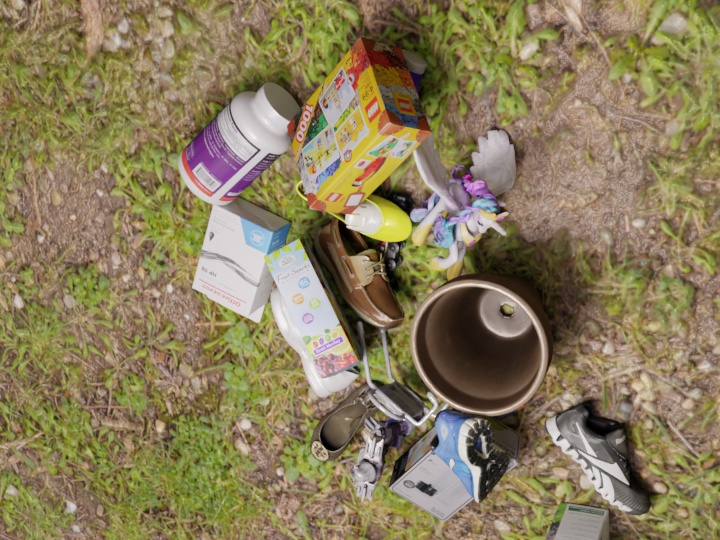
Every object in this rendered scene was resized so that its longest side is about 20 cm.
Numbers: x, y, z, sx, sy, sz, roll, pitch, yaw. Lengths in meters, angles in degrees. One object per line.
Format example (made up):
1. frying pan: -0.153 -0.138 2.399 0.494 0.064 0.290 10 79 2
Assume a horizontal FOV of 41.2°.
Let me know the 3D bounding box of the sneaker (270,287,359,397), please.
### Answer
1. sneaker: -0.071 0.105 1.569 0.088 0.075 0.201 -26 102 16

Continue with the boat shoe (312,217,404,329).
1. boat shoe: 0.000 0.000 1.459 0.200 0.075 0.074 51 128 23

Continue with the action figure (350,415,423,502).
1. action figure: 0.027 0.280 1.502 0.069 0.200 0.131 28 116 13

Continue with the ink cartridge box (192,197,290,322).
1. ink cartridge box: -0.202 -0.007 1.579 0.115 0.067 0.201 25 116 13

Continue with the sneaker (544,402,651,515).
1. sneaker: 0.371 0.277 1.426 0.200 0.066 0.091 47 122 5

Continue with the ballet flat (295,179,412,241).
1. ballet flat: -0.017 -0.093 1.445 0.200 0.067 0.067 30 118 26

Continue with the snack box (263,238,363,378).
1. snack box: -0.066 0.061 1.455 0.067 0.169 0.201 -25 83 2

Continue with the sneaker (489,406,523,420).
1. sneaker: 0.159 0.164 1.478 0.200 0.075 0.079 39 123 9

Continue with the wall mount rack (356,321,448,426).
1. wall mount rack: 0.056 0.159 1.470 0.174 0.200 0.075 42 100 14

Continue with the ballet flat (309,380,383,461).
1. ballet flat: -0.027 0.258 1.606 0.067 0.046 0.200 45 119 4

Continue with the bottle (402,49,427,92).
1. bottle: 0.034 -0.223 1.399 0.083 0.065 0.200 37 119 17

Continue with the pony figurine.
1. pony figurine: 0.139 -0.098 1.341 0.200 0.166 0.194 128 135 -56

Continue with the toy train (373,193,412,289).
1. toy train: 0.041 -0.025 1.485 0.046 0.034 0.201 18 114 21

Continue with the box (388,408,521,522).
1. box: 0.148 0.302 1.505 0.116 0.060 0.200 32 128 -9

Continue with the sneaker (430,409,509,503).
1. sneaker: 0.156 0.263 1.395 0.089 0.079 0.200 27 151 38

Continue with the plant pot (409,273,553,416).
1. plant pot: 0.190 0.081 1.375 0.199 0.175 0.201 8 112 21

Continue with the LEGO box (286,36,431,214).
1. LEGO box: -0.007 -0.196 1.326 0.200 0.077 0.149 -43 54 42

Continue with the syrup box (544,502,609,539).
1. syrup box: 0.317 0.437 1.430 0.078 0.200 0.082 3 109 24

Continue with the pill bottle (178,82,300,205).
1. pill bottle: -0.184 -0.198 1.479 0.200 0.112 0.113 -38 90 29
